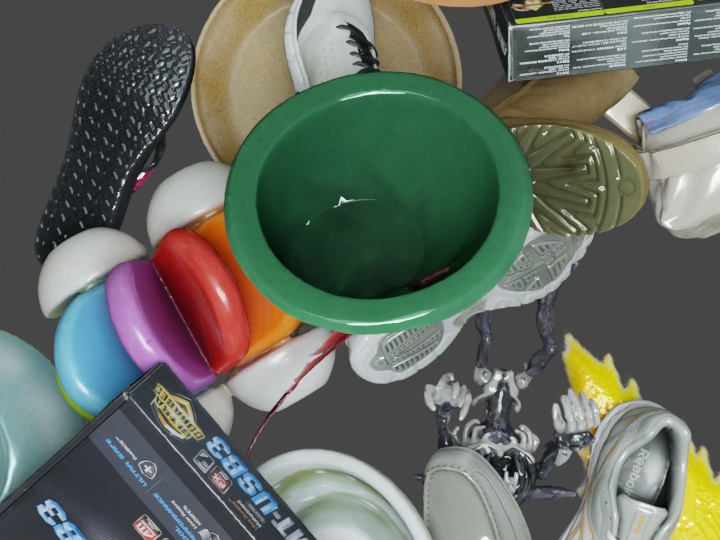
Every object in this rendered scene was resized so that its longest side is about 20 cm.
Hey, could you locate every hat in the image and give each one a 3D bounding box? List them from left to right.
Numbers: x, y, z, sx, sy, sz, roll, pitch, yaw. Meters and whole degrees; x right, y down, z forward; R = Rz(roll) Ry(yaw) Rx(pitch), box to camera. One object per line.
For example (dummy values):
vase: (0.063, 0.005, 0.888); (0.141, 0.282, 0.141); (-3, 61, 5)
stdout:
hat: (0.000, 0.000, 0.732); (0.197, 0.177, 0.167); (-14, 63, -5)

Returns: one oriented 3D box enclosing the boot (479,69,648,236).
boot: (0.134, -0.098, 0.769); (0.173, 0.200, 0.067); (10, 121, 33)

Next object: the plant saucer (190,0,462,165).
plant saucer: (-0.025, -0.135, 0.877); (0.197, 0.035, 0.203); (0, 82, 1)

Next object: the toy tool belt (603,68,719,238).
toy tool belt: (0.276, -0.116, 0.824); (0.198, 0.125, 0.124); (-28, 75, 16)

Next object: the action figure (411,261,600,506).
action figure: (0.098, 0.091, 0.810); (0.117, 0.102, 0.203); (4, 78, 0)

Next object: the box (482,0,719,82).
box: (0.182, -0.203, 0.822); (0.197, 0.048, 0.194); (-7, 40, -1)

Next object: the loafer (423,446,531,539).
loafer: (0.078, 0.214, 0.773); (0.069, 0.070, 0.203); (-9, 103, 32)

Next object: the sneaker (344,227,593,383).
sneaker: (0.063, -0.017, 0.780); (0.198, 0.078, 0.100); (-28, 51, -8)

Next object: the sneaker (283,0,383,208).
sneaker: (-0.006, -0.122, 0.794); (0.073, 0.080, 0.203); (19, 61, -35)

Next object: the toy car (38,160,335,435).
toy car: (-0.119, 0.032, 0.787); (0.198, 0.150, 0.176); (-30, 89, 0)

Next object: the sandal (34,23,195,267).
sandal: (-0.180, -0.088, 0.874); (0.074, 0.045, 0.202); (27, 97, 10)

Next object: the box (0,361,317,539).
box: (-0.126, 0.189, 0.752); (0.198, 0.050, 0.200); (-39, 94, 31)

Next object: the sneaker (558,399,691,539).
sneaker: (0.172, 0.183, 0.798); (0.075, 0.092, 0.203); (14, 83, 2)

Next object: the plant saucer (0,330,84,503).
plant saucer: (-0.294, 0.136, 0.837); (0.198, 0.039, 0.204); (0, 81, 0)

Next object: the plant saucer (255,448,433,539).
plant saucer: (-0.018, 0.220, 0.792); (0.198, 0.050, 0.203); (-3, 84, 34)

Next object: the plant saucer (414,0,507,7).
plant saucer: (0.041, -0.247, 0.785); (0.197, 0.032, 0.202); (7, 55, -11)
